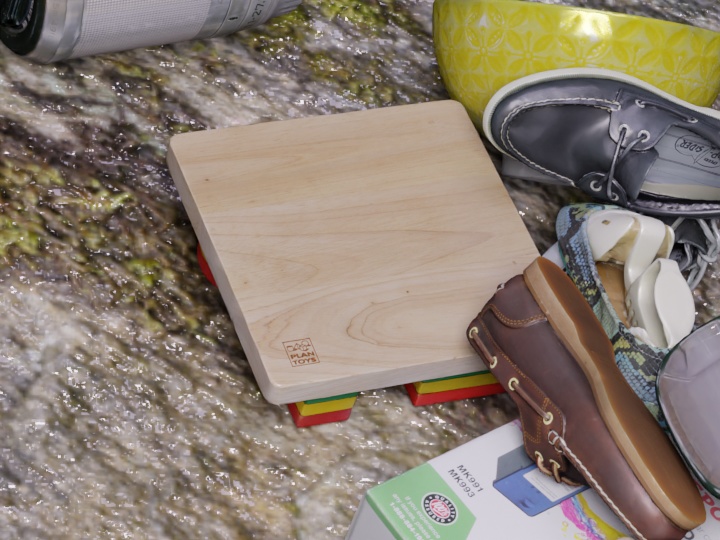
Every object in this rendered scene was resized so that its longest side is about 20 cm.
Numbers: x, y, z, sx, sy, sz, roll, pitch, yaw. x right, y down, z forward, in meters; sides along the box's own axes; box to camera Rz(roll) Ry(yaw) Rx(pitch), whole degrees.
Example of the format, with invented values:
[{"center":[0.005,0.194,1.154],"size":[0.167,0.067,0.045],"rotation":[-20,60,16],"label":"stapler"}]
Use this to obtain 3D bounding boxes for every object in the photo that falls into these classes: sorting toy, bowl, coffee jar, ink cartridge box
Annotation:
[{"center":[0.000,0.000,1.578],"size":[0.199,0.070,0.199],"rotation":[-9,53,-23],"label":"sorting toy"},{"center":[0.138,-0.109,1.673],"size":[0.200,0.200,0.108],"rotation":[7,91,-11],"label":"bowl"},{"center":[0.246,0.097,1.453],"size":[0.200,0.085,0.104],"rotation":[31,29,-58],"label":"coffee jar"},{"center":[0.110,0.162,1.459],"size":[0.200,0.088,0.145],"rotation":[-21,58,-33],"label":"ink cartridge box"}]

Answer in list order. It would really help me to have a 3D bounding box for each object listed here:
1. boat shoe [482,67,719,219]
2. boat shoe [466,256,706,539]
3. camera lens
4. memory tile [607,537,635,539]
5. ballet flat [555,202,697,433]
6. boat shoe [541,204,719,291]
[{"center":[0.173,-0.068,1.576],"size":[0.199,0.075,0.066],"rotation":[16,27,-23],"label":"boat shoe"},{"center":[0.122,0.083,1.433],"size":[0.070,0.070,0.200],"rotation":[34,21,-44],"label":"boat shoe"},{"center":[-0.147,-0.223,1.666],"size":[0.200,0.160,0.160],"rotation":[-12,54,-25],"label":"camera lens"},{"center":[0.156,0.254,1.357],"size":[0.200,0.017,0.153],"rotation":[57,43,-18],"label":"memory tile"},{"center":[0.168,0.008,1.525],"size":[0.074,0.074,0.200],"rotation":[0,41,-16],"label":"ballet flat"},{"center":[0.198,-0.024,1.656],"size":[0.199,0.074,0.068],"rotation":[-33,68,-33],"label":"boat shoe"}]
